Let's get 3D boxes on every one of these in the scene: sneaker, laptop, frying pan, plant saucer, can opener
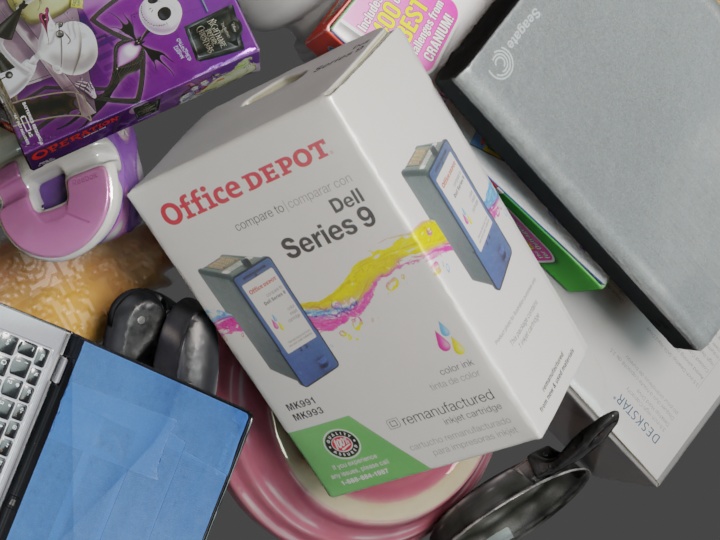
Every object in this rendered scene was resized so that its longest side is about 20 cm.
[{"bbox_3d":[-0.162,-0.097,0.814,0.080,0.088,0.203,-21,78,16],"label":"sneaker"},{"bbox_3d":[-0.189,0.115,0.763,0.198,0.116,0.189,24,84,-24],"label":"laptop"},{"bbox_3d":[0.084,0.129,0.884,0.114,0.191,0.031,-29,67,-10],"label":"frying pan"},{"bbox_3d":[0.006,0.068,0.904,0.198,0.051,0.204,0,91,-26],"label":"plant saucer"},{"bbox_3d":[-0.125,0.108,0.836,0.063,0.079,0.203,12,97,-18],"label":"can opener"}]

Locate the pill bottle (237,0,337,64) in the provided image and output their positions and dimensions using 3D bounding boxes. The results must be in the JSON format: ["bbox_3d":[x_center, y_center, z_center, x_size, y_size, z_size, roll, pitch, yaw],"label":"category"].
[{"bbox_3d":[-0.050,-0.204,0.844,0.111,0.111,0.200,-46,108,-19],"label":"pill bottle"}]

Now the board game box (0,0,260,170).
[{"bbox_3d":[-0.140,-0.161,0.725,0.119,0.032,0.202,-24,78,-12],"label":"board game box"}]

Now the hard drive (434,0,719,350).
[{"bbox_3d":[0.144,-0.078,0.790,0.200,0.033,0.140,45,73,-20],"label":"hard drive"}]

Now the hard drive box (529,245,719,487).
[{"bbox_3d":[0.163,-0.003,0.904,0.156,0.077,0.200,46,72,-14],"label":"hard drive box"}]

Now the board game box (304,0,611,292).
[{"bbox_3d":[0.092,-0.112,0.819,0.200,0.040,0.154,42,74,-13],"label":"board game box"}]

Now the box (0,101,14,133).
[{"bbox_3d":[-0.213,-0.168,0.757,0.198,0.038,0.138,26,77,4],"label":"box"}]

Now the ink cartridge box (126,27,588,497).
[{"bbox_3d":[0.000,0.000,0.781,0.201,0.144,0.088,59,38,-15],"label":"ink cartridge box"}]
